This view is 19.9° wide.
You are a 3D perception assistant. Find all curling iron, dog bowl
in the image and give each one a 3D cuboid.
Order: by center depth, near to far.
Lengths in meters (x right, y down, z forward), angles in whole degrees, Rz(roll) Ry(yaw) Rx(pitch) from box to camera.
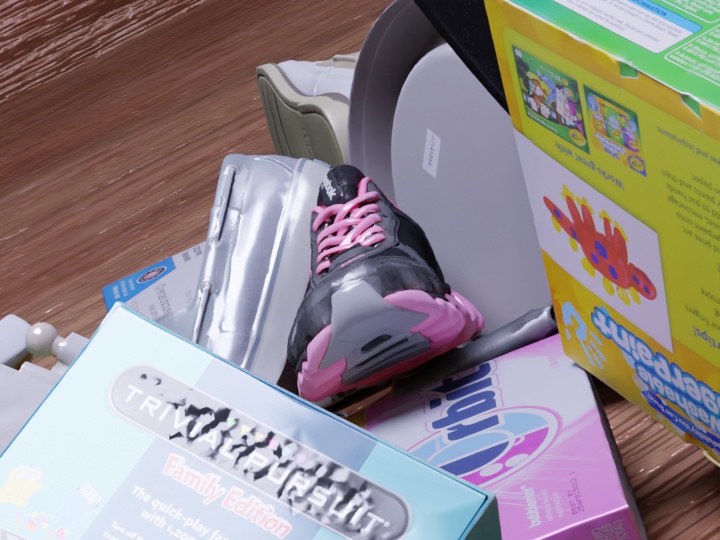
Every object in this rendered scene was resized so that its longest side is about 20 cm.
[{"bbox_3d":[0.022,0.056,0.912,0.200,0.026,0.050,-38,7,48],"label":"curling iron"},{"bbox_3d":[0.070,-0.039,0.968,0.058,0.202,0.200,-15,9,-30],"label":"dog bowl"}]

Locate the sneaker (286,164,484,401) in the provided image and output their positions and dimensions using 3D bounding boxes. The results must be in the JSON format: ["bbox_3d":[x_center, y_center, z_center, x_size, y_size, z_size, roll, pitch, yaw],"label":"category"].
[{"bbox_3d":[0.000,0.000,0.889,0.079,0.096,0.200,-22,-4,5],"label":"sneaker"}]

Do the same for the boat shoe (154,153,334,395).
[{"bbox_3d":[-0.064,0.037,0.966,0.071,0.202,0.070,12,-20,9],"label":"boat shoe"}]

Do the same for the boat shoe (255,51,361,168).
[{"bbox_3d":[-0.007,-0.084,1.152,0.068,0.075,0.200,-20,18,-12],"label":"boat shoe"}]

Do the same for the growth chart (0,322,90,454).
[{"bbox_3d":[-0.109,0.096,0.737,0.200,0.144,0.018,-49,-15,-45],"label":"growth chart"}]

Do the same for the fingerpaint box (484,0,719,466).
[{"bbox_3d":[0.138,-0.009,0.686,0.073,0.168,0.200,-29,36,-18],"label":"fingerpaint box"}]

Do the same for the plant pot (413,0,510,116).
[{"bbox_3d":[0.163,-0.120,0.841,0.199,0.178,0.199,-18,15,41],"label":"plant pot"}]

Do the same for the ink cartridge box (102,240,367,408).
[{"bbox_3d":[-0.033,0.017,1.129,0.199,0.085,0.146,-26,15,-5],"label":"ink cartridge box"}]

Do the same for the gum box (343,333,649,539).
[{"bbox_3d":[0.047,0.100,0.759,0.113,0.067,0.200,-21,15,6],"label":"gum box"}]

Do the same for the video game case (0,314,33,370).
[{"bbox_3d":[-0.235,0.131,0.954,0.182,0.023,0.201,-42,-16,-48],"label":"video game case"}]

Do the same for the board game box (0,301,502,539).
[{"bbox_3d":[-0.070,0.125,0.635,0.150,0.047,0.200,25,63,23],"label":"board game box"}]
